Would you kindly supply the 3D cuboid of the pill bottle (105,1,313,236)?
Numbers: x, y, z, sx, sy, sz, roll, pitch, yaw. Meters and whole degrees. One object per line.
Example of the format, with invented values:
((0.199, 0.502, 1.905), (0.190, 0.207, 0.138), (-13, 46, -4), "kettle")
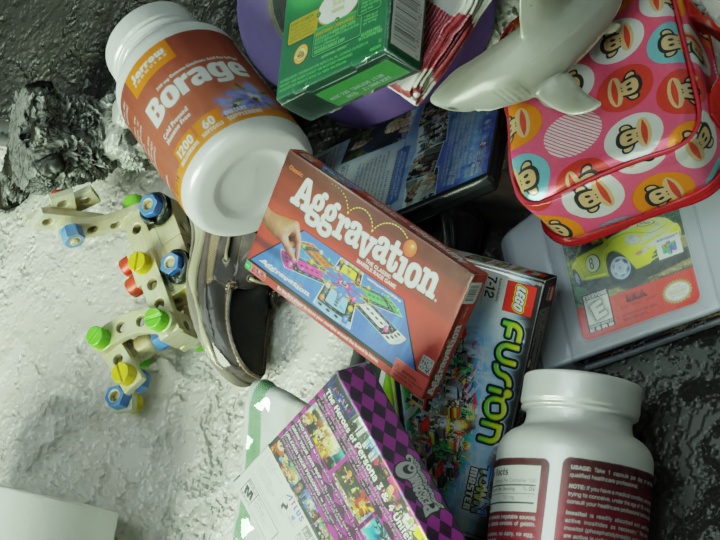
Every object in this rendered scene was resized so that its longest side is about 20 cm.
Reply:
((-0.128, -0.128, 1.610), (0.112, 0.112, 0.200), (-47, 50, 11), "pill bottle")

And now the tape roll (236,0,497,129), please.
((0.004, -0.221, 1.627), (0.200, 0.085, 0.201), (-10, 70, 29), "tape roll")

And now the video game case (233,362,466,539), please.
((0.000, 0.194, 1.428), (0.200, 0.036, 0.181), (60, 140, 17), "video game case")

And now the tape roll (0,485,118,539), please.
((-0.305, 0.241, 1.606), (0.202, 0.203, 0.140), (5, 79, 32), "tape roll")

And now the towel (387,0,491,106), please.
((0.059, -0.233, 1.511), (0.200, 0.023, 0.144), (-57, 38, 6), "towel")

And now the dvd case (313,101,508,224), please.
((0.028, -0.075, 1.556), (0.200, 0.018, 0.143), (-23, 33, 28), "dvd case")

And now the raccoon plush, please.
((-0.241, -0.108, 1.764), (0.200, 0.134, 0.097), (158, 110, -63), "raccoon plush")

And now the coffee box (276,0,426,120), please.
((-0.001, -0.225, 1.521), (0.123, 0.044, 0.200), (-21, 55, 42), "coffee box")

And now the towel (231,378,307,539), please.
((-0.024, 0.185, 1.500), (0.200, 0.031, 0.150), (31, 126, 42), "towel")

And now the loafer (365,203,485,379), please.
((0.037, 0.035, 1.538), (0.068, 0.070, 0.201), (16, 84, 32), "loafer")

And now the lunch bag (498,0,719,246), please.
((0.193, -0.128, 1.460), (0.176, 0.082, 0.200), (-22, 47, 23), "lunch bag")

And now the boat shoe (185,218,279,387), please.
((-0.095, -0.007, 1.629), (0.073, 0.074, 0.200), (-18, 68, 26), "boat shoe")

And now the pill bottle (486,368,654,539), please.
((0.146, 0.175, 1.405), (0.113, 0.113, 0.201), (1, 76, 31), "pill bottle")

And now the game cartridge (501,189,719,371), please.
((0.201, -0.008, 1.474), (0.200, 0.041, 0.133), (-22, 61, 24), "game cartridge")

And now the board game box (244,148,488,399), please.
((0.000, 0.000, 1.479), (0.200, 0.019, 0.103), (35, 111, 35), "board game box")

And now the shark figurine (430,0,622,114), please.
((0.144, -0.198, 1.438), (0.128, 0.090, 0.215), (26, 73, 47), "shark figurine")

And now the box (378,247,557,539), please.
((0.069, 0.088, 1.477), (0.110, 0.035, 0.201), (14, 100, 19), "box")

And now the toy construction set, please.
((-0.193, 0.008, 1.681), (0.131, 0.092, 0.200), (-35, 72, 19), "toy construction set")
